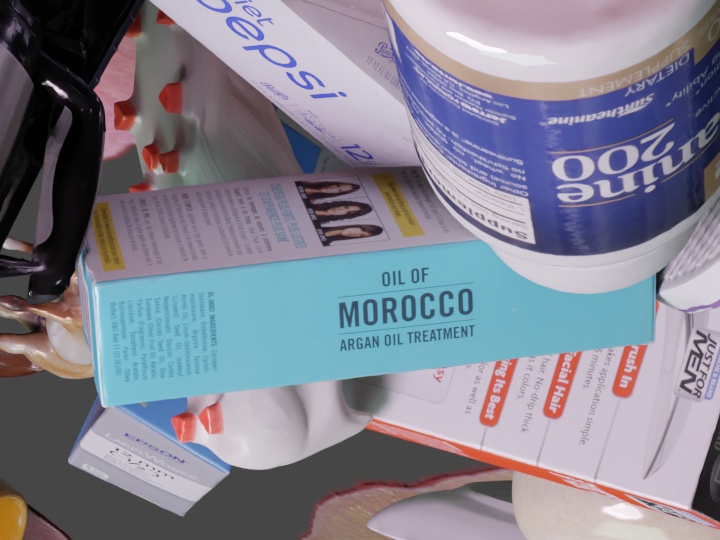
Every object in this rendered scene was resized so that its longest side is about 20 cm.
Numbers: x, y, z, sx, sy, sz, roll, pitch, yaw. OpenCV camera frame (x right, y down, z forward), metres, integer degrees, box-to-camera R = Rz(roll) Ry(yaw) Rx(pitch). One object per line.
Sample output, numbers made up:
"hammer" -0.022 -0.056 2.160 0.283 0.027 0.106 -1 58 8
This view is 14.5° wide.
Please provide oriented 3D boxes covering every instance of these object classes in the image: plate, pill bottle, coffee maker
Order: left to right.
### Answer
"coffee maker" -0.166 -0.075 1.023 0.135 0.200 0.192 37 158 -27
"pill bottle" 0.067 -0.068 0.886 0.111 0.111 0.200 20 161 16
"plate" 0.134 0.134 1.363 0.199 0.032 0.200 16 -173 32

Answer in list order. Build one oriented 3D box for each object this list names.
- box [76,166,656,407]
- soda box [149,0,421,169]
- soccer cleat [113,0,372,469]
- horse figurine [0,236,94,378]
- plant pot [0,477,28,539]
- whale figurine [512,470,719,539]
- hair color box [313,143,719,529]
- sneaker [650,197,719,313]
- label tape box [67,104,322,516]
"box" 0.000 0.000 1.015 0.199 0.049 0.082 -6 -156 -8
"soda box" -0.033 -0.113 0.966 0.200 0.064 0.068 38 157 -33
"soccer cleat" -0.044 -0.024 1.090 0.077 0.201 0.069 -9 180 -27
"horse figurine" -0.166 0.026 1.508 0.132 0.050 0.200 14 158 -22
"plant pot" -0.371 0.184 2.021 0.183 0.200 0.200 37 165 16
"whale figurine" 0.149 0.080 1.237 0.159 0.104 0.200 2 175 32
"hair color box" 0.066 0.023 1.117 0.199 0.111 0.064 15 173 30
"sneaker" 0.179 -0.007 0.975 0.114 0.073 0.200 26 163 -17
"label tape box" -0.058 0.018 1.213 0.066 0.144 0.200 27 163 -7
